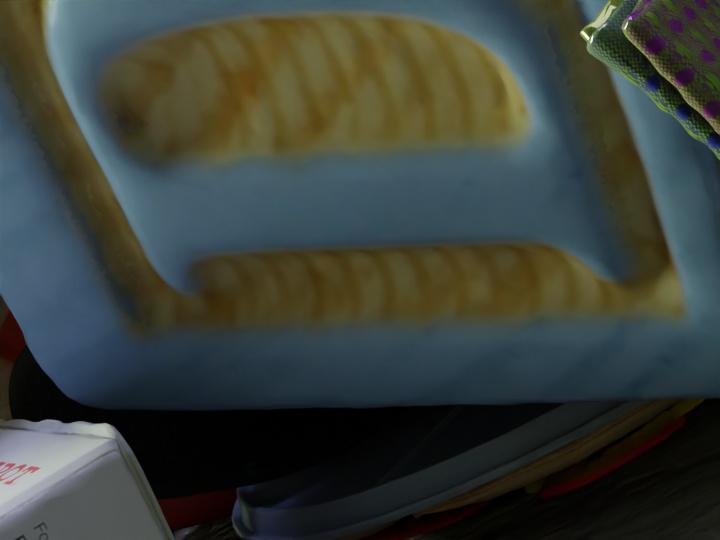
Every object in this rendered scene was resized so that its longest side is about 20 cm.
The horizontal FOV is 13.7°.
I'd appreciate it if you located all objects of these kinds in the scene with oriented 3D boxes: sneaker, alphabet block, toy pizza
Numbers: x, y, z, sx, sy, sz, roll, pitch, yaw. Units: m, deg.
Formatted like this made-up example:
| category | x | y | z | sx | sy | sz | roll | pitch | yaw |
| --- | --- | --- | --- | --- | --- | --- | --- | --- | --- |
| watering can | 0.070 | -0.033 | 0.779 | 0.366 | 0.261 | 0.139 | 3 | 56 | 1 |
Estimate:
| category | x | y | z | sx | sy | sz | roll | pitch | yaw |
| --- | --- | --- | --- | --- | --- | --- | --- | --- | --- |
| sneaker | 0.001 | 0.001 | 0.836 | 0.201 | 0.067 | 0.108 | -25 | 9 | 2 |
| alphabet block | 0.007 | -0.103 | 0.715 | 0.195 | 0.197 | 0.200 | -2 | 45 | 21 |
| toy pizza | 0.056 | 0.028 | 0.822 | 0.200 | 0.032 | 0.200 | -28 | 10 | 5 |

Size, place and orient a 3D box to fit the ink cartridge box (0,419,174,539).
| category | x | y | z | sx | sy | sz | roll | pitch | yaw |
| --- | --- | --- | --- | --- | --- | --- | --- | --- | --- |
| ink cartridge box | -0.139 | 0.121 | 0.717 | 0.200 | 0.084 | 0.145 | -31 | 9 | -18 |

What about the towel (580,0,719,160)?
| category | x | y | z | sx | sy | sz | roll | pitch | yaw |
| --- | --- | --- | --- | --- | --- | --- | --- | --- | --- |
| towel | 0.122 | -0.030 | 0.619 | 0.023 | 0.144 | 0.200 | -44 | 2 | 29 |

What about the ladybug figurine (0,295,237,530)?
| category | x | y | z | sx | sy | sz | roll | pitch | yaw |
| --- | --- | --- | --- | --- | --- | --- | --- | --- | --- |
| ladybug figurine | -0.040 | 0.017 | 0.909 | 0.072 | 0.136 | 0.200 | 17 | 26 | 33 |
